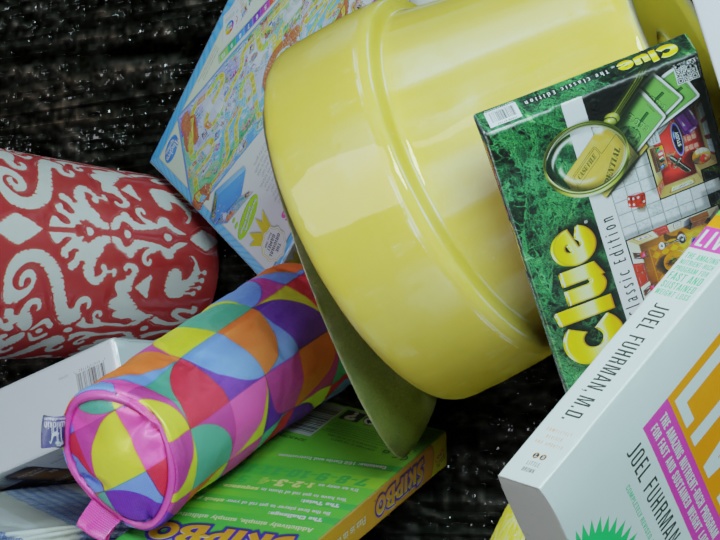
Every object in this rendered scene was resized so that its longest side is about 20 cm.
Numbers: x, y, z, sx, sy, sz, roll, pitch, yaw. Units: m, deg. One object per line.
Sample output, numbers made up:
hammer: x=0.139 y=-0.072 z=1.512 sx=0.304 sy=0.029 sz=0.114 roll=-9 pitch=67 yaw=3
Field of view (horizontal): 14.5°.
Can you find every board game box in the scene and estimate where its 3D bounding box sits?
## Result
board game box: x=-0.034 y=-0.108 z=1.621 sx=0.134 sy=0.034 sz=0.201 roll=46 pitch=118 yaw=37
board game box: x=0.130 y=-0.006 z=1.327 sx=0.104 sy=0.201 sz=0.024 roll=-20 pitch=34 yaw=2
board game box: x=-0.045 y=0.126 z=1.492 sx=0.095 sy=0.200 sz=0.030 roll=12 pitch=117 yaw=30

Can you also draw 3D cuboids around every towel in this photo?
towel: x=-0.138 y=0.138 z=1.566 sx=0.147 sy=0.199 sz=0.024 roll=11 pitch=105 yaw=64

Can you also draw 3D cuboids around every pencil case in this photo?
pencil case: x=-0.079 y=0.066 z=1.502 sx=0.088 sy=0.200 sz=0.089 roll=16 pitch=120 yaw=30

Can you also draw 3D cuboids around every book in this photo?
book: x=0.147 y=0.070 z=1.267 sx=0.048 sy=0.134 sz=0.200 roll=16 pitch=54 yaw=42

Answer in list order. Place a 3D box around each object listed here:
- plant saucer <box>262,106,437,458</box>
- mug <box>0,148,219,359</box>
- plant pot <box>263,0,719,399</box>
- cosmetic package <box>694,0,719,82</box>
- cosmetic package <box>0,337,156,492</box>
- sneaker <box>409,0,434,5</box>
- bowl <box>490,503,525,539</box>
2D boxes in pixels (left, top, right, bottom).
plant saucer: x=0.000 y=0.000 z=1.493 sx=0.031 sy=0.200 sz=0.201 roll=-22 pitch=69 yaw=8
mug: x=-0.204 y=-0.013 z=1.666 sx=0.177 sy=0.199 sz=0.134 roll=15 pitch=98 yaw=45
plant pot: x=0.083 y=-0.064 z=1.405 sx=0.188 sy=0.200 sz=0.202 roll=-29 pitch=67 yaw=22
cosmetic package: x=0.228 y=-0.074 z=1.268 sx=0.052 sy=0.150 sz=0.201 roll=-30 pitch=66 yaw=39
cosmetic package: x=-0.145 y=0.092 z=1.634 sx=0.199 sy=0.150 sz=0.052 roll=-24 pitch=72 yaw=41
sneaker: x=0.107 y=-0.184 z=1.464 sx=0.199 sy=0.075 sz=0.085 roll=-10 pitch=68 yaw=38
bowl: x=0.122 y=0.173 z=1.395 sx=0.199 sy=0.107 sz=0.202 roll=-4 pitch=84 yaw=43
